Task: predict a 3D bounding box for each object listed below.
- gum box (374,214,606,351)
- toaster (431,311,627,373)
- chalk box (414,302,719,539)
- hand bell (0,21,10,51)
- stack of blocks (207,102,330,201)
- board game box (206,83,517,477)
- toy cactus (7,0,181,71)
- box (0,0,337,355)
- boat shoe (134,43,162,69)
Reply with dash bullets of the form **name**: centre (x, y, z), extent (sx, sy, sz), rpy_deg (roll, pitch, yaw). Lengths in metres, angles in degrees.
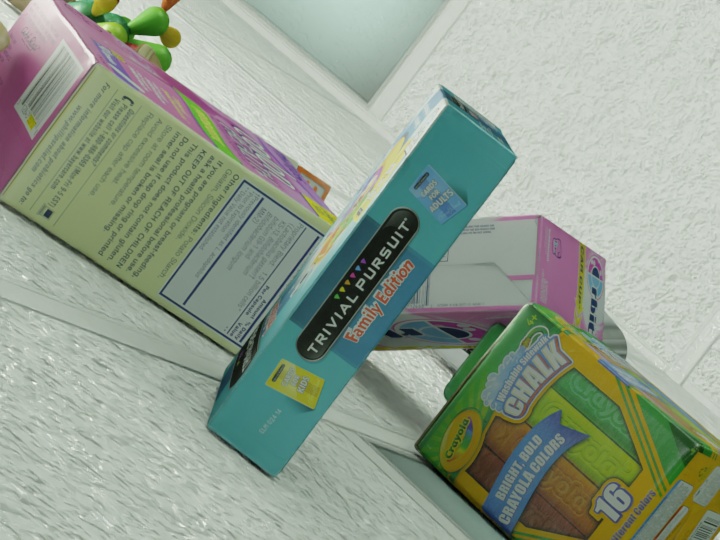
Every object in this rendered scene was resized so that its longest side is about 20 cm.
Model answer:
- **gum box**: centre (0.055, 0.012, 1.703), extent (0.199, 0.067, 0.113), rpy_deg (-2, -15, 28)
- **toaster**: centre (0.132, 0.055, 2.039), extent (0.200, 0.114, 0.129), rpy_deg (42, 11, 15)
- **chalk box**: centre (0.130, 0.109, 1.581), extent (0.200, 0.125, 0.124), rpy_deg (40, 7, 31)
- **hand bell**: centre (-0.252, -0.229, 1.424), extent (0.103, 0.201, 0.104), rpy_deg (3, 20, -1)
- **stack of blocks**: centre (-0.132, -0.083, 1.634), extent (0.200, 0.059, 0.115), rpy_deg (34, -13, -26)
- **board game box**: centre (0.000, 0.000, 1.287), extent (0.047, 0.200, 0.151), rpy_deg (37, 6, -4)
- **toy cactus**: centre (-0.234, -0.225, 2.153), extent (0.164, 0.103, 0.200), rpy_deg (27, 16, -7)
- **box**: centre (-0.124, -0.057, 1.478), extent (0.200, 0.097, 0.176), rpy_deg (35, 7, -25)
- **boat shoe**: centre (-0.163, -0.111, 1.801), extent (0.064, 0.071, 0.200), rpy_deg (43, 13, -12)
